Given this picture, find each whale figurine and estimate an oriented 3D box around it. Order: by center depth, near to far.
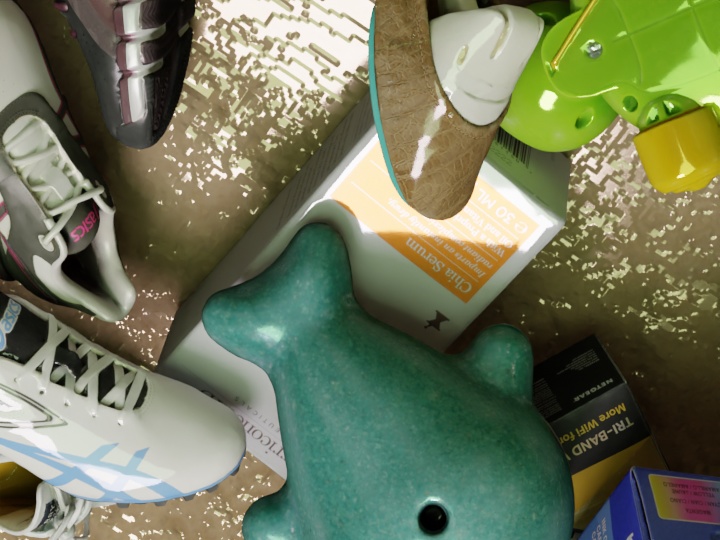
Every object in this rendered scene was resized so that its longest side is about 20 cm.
[{"bbox_3d":[0.011,0.076,1.022,0.159,0.104,0.201,-35,89,1],"label":"whale figurine"}]

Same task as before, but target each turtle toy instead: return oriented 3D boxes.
[{"bbox_3d":[0.141,-0.111,1.007,0.199,0.101,0.147,-21,89,20],"label":"turtle toy"}]

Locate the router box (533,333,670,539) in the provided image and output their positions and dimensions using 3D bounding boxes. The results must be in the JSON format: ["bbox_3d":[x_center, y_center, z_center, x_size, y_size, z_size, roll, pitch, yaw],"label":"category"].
[{"bbox_3d":[0.066,0.147,1.134,0.199,0.052,0.158,-29,120,2],"label":"router box"}]

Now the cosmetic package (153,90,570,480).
[{"bbox_3d":[0.000,0.000,1.099,0.101,0.071,0.200,36,116,-11],"label":"cosmetic package"}]

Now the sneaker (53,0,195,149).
[{"bbox_3d":[-0.140,-0.157,1.045,0.114,0.076,0.202,3,107,12],"label":"sneaker"}]

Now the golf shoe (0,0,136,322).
[{"bbox_3d":[-0.151,-0.056,1.047,0.088,0.077,0.201,35,159,32],"label":"golf shoe"}]

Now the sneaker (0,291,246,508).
[{"bbox_3d":[-0.147,0.052,1.066,0.198,0.072,0.073,19,141,0],"label":"sneaker"}]

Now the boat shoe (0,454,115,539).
[{"bbox_3d":[-0.160,0.106,1.116,0.201,0.086,0.075,8,125,-38],"label":"boat shoe"}]

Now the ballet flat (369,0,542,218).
[{"bbox_3d":[0.043,-0.126,0.981,0.072,0.068,0.202,-9,81,42],"label":"ballet flat"}]

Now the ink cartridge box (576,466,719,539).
[{"bbox_3d":[0.160,0.163,1.051,0.135,0.077,0.200,9,140,-20],"label":"ink cartridge box"}]
